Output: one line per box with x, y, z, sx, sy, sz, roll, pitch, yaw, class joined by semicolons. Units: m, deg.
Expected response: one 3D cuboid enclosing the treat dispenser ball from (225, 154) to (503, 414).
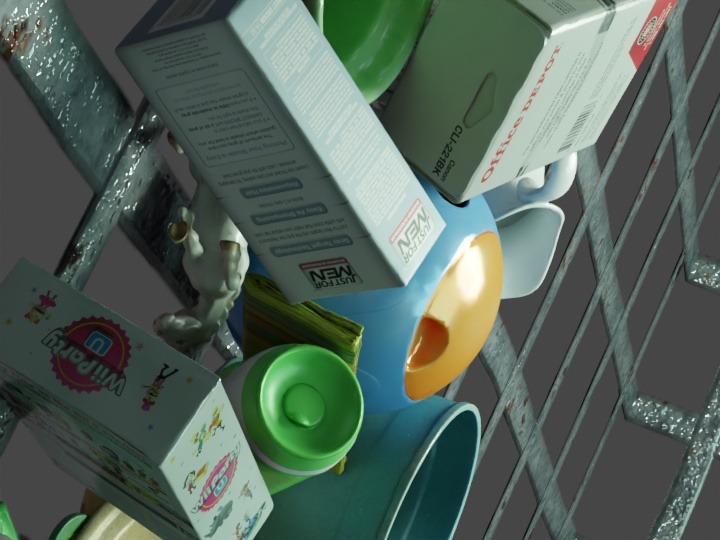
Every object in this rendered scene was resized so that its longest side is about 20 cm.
0.000;0.000;1.513;0.201;0.200;0.202;-56;159;-35;treat dispenser ball

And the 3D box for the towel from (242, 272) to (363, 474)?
-0.041;0.070;1.437;0.018;0.086;0.200;-53;166;-26;towel

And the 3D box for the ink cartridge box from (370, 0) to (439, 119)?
0.055;-0.178;1.614;0.200;0.116;0.068;-46;153;-52;ink cartridge box

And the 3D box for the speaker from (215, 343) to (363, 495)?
-0.069;0.105;1.414;0.089;0.088;0.200;-60;-168;-25;speaker

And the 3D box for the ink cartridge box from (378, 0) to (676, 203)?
0.116;-0.144;1.477;0.200;0.084;0.145;-25;149;-54;ink cartridge box

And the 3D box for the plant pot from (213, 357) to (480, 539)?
-0.036;0.160;1.618;0.200;0.187;0.201;-56;158;-36;plant pot

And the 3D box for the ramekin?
-0.024;-0.209;1.346;0.200;0.097;0.201;-53;152;-44;ramekin

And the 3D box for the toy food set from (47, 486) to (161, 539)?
-0.186;0.228;1.478;0.198;0.048;0.201;-51;156;-45;toy food set

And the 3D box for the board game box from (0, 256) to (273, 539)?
-0.138;0.092;1.287;0.064;0.147;0.200;-54;160;-16;board game box

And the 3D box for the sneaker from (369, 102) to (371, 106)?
-0.030;-0.131;1.454;0.200;0.078;0.076;-88;180;-56;sneaker

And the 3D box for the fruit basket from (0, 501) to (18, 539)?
-0.237;0.231;1.205;0.185;0.093;0.201;-36;124;-60;fruit basket

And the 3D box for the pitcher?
0.102;-0.105;1.689;0.120;0.201;0.172;2;142;-28;pitcher

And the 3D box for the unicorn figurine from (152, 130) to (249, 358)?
-0.098;-0.026;1.394;0.137;0.073;0.201;81;28;-76;unicorn figurine

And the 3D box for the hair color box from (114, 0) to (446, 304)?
-0.046;-0.077;1.290;0.201;0.099;0.061;56;48;-25;hair color box
